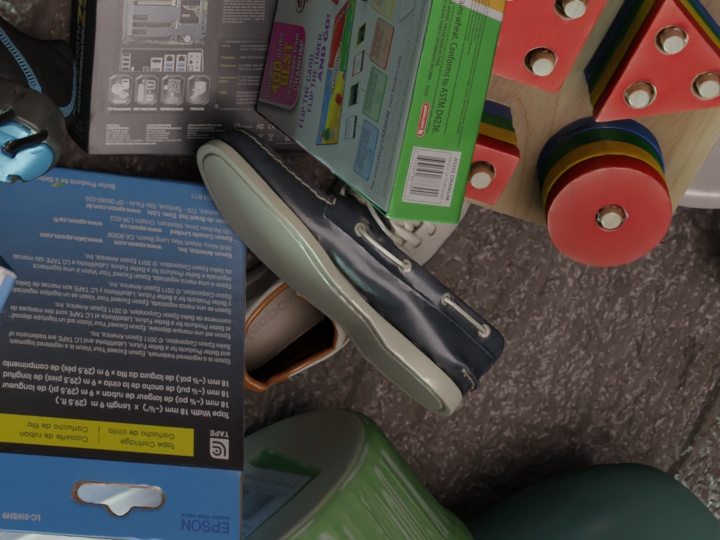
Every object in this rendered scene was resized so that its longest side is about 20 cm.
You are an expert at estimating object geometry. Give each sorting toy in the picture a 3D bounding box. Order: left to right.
[{"bbox_3d":[0.111,-0.097,1.576,0.198,0.070,0.200,17,125,-17],"label":"sorting toy"}]

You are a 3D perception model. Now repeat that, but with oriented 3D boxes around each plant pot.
[{"bbox_3d":[0.137,0.208,1.739,0.161,0.200,0.201,-35,117,-20],"label":"plant pot"}]

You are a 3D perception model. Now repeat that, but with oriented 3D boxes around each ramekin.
[{"bbox_3d":[-0.044,0.166,1.651,0.200,0.200,0.098,-35,109,-7],"label":"ramekin"}]

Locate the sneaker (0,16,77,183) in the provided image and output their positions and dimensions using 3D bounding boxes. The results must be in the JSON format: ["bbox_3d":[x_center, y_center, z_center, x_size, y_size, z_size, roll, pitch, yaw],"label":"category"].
[{"bbox_3d":[-0.243,-0.117,1.552,0.199,0.082,0.073,27,137,-12],"label":"sneaker"}]

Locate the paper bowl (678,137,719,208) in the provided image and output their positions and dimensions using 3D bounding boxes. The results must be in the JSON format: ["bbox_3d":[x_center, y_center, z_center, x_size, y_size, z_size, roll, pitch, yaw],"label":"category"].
[{"bbox_3d":[0.203,-0.140,1.665,0.200,0.105,0.201,-2,132,-2],"label":"paper bowl"}]

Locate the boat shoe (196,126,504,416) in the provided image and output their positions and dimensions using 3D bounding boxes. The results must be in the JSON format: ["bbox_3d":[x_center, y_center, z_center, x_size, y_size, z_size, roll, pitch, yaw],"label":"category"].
[{"bbox_3d":[-0.003,-0.009,1.594,0.200,0.075,0.062,44,73,-6],"label":"boat shoe"}]

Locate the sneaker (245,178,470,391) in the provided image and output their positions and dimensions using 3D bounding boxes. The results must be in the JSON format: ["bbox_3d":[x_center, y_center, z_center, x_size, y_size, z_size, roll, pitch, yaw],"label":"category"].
[{"bbox_3d":[0.000,0.000,1.671,0.200,0.085,0.073,-43,115,-4],"label":"sneaker"}]

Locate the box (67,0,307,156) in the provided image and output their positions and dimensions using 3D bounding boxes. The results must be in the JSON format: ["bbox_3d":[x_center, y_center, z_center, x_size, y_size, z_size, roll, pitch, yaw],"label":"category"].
[{"bbox_3d":[-0.056,-0.144,1.617,0.199,0.051,0.158,-2,109,-20],"label":"box"}]

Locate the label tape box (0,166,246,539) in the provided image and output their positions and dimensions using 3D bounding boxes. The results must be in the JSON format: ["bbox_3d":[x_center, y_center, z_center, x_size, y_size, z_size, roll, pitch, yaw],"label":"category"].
[{"bbox_3d":[-0.138,0.050,1.596,0.144,0.063,0.201,7,75,-23],"label":"label tape box"}]

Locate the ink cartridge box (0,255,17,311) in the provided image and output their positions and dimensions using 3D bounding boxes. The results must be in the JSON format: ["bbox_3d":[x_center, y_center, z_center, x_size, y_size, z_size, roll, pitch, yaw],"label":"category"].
[{"bbox_3d":[-0.289,0.011,1.497,0.146,0.200,0.147,22,99,-27],"label":"ink cartridge box"}]

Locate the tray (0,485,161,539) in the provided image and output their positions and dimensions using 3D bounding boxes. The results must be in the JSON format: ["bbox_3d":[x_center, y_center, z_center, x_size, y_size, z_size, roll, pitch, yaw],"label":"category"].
[{"bbox_3d":[-0.185,0.111,1.641,0.199,0.022,0.108,-23,81,-12],"label":"tray"}]

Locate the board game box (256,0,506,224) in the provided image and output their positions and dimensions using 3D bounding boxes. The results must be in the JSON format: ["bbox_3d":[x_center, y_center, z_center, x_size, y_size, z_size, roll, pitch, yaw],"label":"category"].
[{"bbox_3d":[0.010,-0.125,1.509,0.040,0.200,0.154,6,106,-23],"label":"board game box"}]
